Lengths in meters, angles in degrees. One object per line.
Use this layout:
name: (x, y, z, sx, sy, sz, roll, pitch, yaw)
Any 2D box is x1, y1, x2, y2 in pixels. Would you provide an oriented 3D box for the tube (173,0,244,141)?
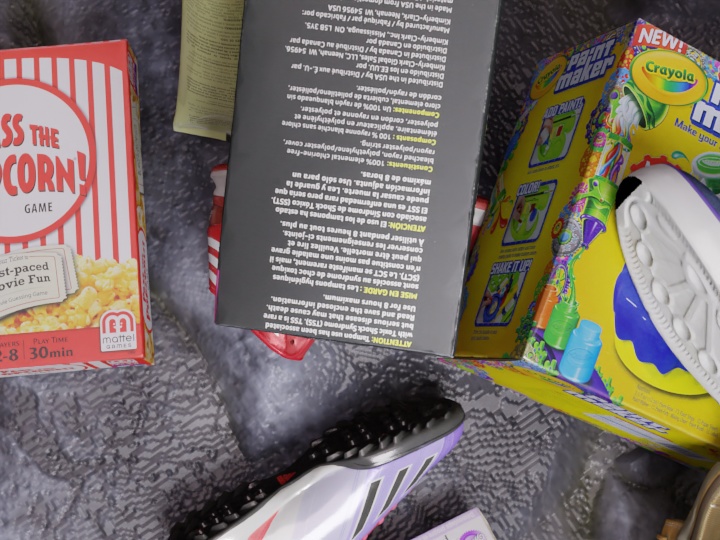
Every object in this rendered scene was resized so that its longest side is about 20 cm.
tube: (-0.078, -0.143, 0.779, 0.052, 0.201, 0.058, -31, 61, -24)

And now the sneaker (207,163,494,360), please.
sneaker: (0.000, 0.000, 0.821, 0.197, 0.078, 0.117, 8, 96, 4)

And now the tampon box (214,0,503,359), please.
tampon box: (0.002, -0.075, 0.694, 0.124, 0.150, 0.203, 8, 100, 3)

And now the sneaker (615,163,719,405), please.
sneaker: (0.233, 0.008, 0.656, 0.145, 0.081, 0.201, -31, 80, -18)

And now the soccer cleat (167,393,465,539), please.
soccer cleat: (-0.018, 0.145, 0.795, 0.198, 0.068, 0.074, -29, 105, -8)

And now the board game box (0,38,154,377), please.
board game box: (-0.211, -0.036, 0.828, 0.149, 0.046, 0.203, -5, 80, -1)

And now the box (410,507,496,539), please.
box: (-0.007, 0.207, 0.778, 0.198, 0.042, 0.039, -26, 48, -7)

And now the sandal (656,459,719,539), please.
sandal: (0.196, 0.154, 0.738, 0.079, 0.202, 0.054, -3, 45, -9)

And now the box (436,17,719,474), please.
box: (0.179, -0.003, 0.755, 0.198, 0.122, 0.195, 23, 80, -17)
